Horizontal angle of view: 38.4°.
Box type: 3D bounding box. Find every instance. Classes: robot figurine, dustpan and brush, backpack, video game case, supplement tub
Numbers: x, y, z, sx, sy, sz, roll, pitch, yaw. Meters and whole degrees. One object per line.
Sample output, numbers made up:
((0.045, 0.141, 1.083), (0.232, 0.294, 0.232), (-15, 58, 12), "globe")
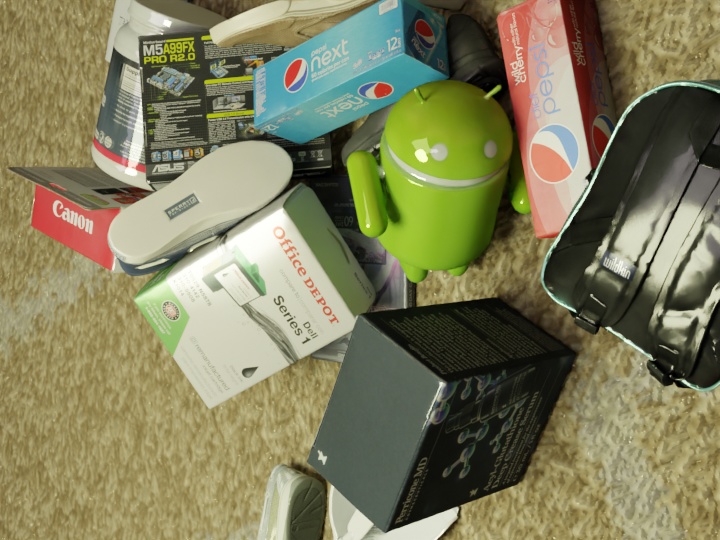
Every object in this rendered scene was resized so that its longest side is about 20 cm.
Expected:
((0.072, -0.083, 0.929), (0.201, 0.173, 0.116), (98, 159, -45), "robot figurine")
((0.000, 0.271, 1.085), (0.140, 0.057, 0.201), (50, 124, 29), "dustpan and brush")
((0.254, -0.038, 0.757), (0.175, 0.152, 0.202), (37, 127, 33), "backpack")
((0.000, 0.000, 1.095), (0.142, 0.019, 0.203), (4, 95, 43), "video game case")
((-0.230, -0.206, 1.213), (0.140, 0.139, 0.202), (34, 115, 36), "supplement tub")

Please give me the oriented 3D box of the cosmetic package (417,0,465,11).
((0.031, -0.356, 0.913), (0.168, 0.199, 0.167), (-51, 61, 33), "cosmetic package")

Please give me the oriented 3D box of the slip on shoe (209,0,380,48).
((-0.053, -0.249, 1.047), (0.198, 0.076, 0.061), (-15, 105, 3), "slip on shoe")

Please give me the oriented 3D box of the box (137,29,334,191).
((-0.131, -0.174, 1.095), (0.197, 0.044, 0.162), (-6, 82, 0), "box")

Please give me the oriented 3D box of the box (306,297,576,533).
((0.074, 0.119, 0.909), (0.107, 0.199, 0.150), (36, 117, 36), "box")

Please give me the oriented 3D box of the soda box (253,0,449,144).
((-0.014, -0.187, 0.979), (0.199, 0.067, 0.065), (-17, 68, 41), "soda box")

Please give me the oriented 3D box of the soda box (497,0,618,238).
((0.176, -0.133, 0.887), (0.070, 0.063, 0.203), (-15, 84, 43), "soda box")

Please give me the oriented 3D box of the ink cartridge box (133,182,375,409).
((-0.106, 0.027, 1.056), (0.199, 0.084, 0.147), (-30, 101, 21), "ink cartridge box")

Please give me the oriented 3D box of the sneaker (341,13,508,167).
((0.055, -0.167, 1.003), (0.199, 0.076, 0.092), (-34, 64, 30), "sneaker")

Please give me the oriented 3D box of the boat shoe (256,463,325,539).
((-0.091, 0.324, 1.172), (0.064, 0.074, 0.205), (17, 101, 47), "boat shoe")

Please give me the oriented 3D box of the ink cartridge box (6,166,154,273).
((-0.322, -0.067, 1.288), (0.199, 0.174, 0.085), (23, 108, 40), "ink cartridge box")

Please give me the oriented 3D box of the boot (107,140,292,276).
((-0.162, -0.063, 1.048), (0.073, 0.198, 0.090), (62, 166, 8), "boot")

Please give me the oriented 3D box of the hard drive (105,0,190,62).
((-0.265, -0.347, 1.314), (0.131, 0.025, 0.202), (32, 114, 37), "hard drive")
